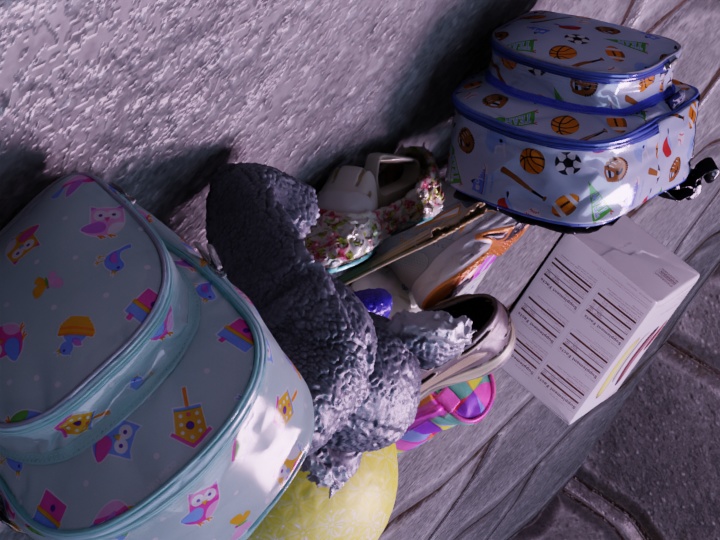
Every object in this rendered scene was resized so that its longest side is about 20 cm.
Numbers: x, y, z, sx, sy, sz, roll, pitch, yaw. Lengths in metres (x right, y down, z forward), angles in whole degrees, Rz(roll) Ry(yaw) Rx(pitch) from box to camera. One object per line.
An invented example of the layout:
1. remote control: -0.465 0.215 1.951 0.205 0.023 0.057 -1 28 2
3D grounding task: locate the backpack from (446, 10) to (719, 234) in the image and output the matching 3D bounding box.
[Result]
1. backpack: 0.160 -0.112 1.378 0.190 0.198 0.156 -41 135 -47

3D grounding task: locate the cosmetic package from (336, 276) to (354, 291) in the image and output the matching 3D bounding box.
1. cosmetic package: -0.076 0.093 1.445 0.200 0.051 0.083 -40 162 -33

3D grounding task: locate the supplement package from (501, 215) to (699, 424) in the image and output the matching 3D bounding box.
1. supplement package: 0.294 0.055 2.235 0.201 0.147 0.191 -57 163 24

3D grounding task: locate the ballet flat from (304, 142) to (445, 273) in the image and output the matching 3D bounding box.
1. ballet flat: 0.002 -0.053 1.322 0.200 0.075 0.065 -32 127 -60

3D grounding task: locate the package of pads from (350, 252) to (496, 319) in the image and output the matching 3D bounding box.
1. package of pads: 0.041 0.029 1.587 0.154 0.068 0.201 -38 165 -38

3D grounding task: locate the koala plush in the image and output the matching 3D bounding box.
1. koala plush: -0.029 0.065 1.144 0.178 0.184 0.199 -50 140 11

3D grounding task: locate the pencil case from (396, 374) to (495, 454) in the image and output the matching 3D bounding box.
1. pencil case: 0.051 0.136 1.748 0.088 0.089 0.200 -38 -179 -36

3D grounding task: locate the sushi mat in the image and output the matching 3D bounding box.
1. sushi mat: 0.000 0.000 1.344 0.199 0.012 0.095 -27 180 31

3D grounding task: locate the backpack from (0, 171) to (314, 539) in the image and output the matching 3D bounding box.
1. backpack: -0.131 0.061 0.926 0.176 0.200 0.154 -43 148 -14

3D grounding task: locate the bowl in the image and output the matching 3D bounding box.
1. bowl: -0.051 0.205 1.395 0.198 0.109 0.201 -17 156 -8

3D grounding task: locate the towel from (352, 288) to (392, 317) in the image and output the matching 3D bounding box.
1. towel: -0.076 0.080 1.296 0.198 0.050 0.148 -7 143 -41

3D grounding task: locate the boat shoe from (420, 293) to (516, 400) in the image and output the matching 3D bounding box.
1. boat shoe: 0.030 0.070 1.423 0.198 0.075 0.074 -28 147 -7

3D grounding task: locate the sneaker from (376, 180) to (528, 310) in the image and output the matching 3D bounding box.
1. sneaker: 0.090 -0.052 1.489 0.200 0.092 0.076 -38 168 -39
